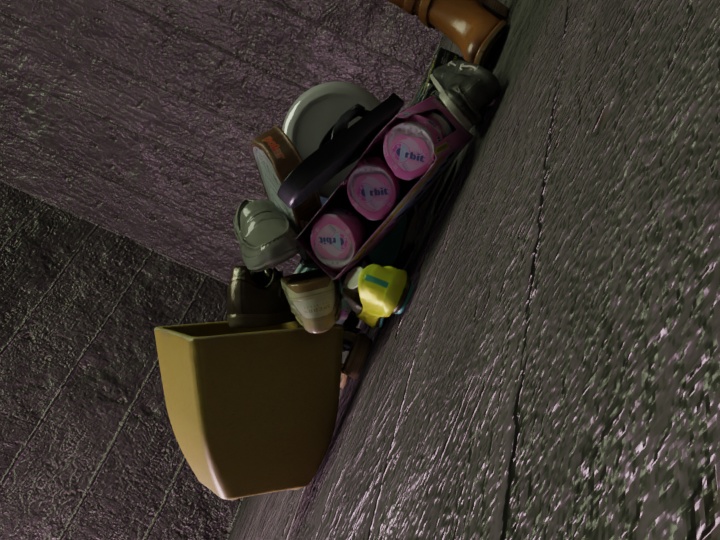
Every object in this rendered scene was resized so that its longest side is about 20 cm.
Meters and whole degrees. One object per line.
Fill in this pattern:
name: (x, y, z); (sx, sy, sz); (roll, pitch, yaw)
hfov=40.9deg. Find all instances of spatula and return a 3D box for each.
spatula: (0.062, -0.047, 1.156); (0.057, 0.020, 0.202); (-47, -18, -59)

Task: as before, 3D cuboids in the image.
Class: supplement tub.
supplement tub: (-0.025, -0.166, 1.253); (0.200, 0.139, 0.142); (-68, 2, -84)

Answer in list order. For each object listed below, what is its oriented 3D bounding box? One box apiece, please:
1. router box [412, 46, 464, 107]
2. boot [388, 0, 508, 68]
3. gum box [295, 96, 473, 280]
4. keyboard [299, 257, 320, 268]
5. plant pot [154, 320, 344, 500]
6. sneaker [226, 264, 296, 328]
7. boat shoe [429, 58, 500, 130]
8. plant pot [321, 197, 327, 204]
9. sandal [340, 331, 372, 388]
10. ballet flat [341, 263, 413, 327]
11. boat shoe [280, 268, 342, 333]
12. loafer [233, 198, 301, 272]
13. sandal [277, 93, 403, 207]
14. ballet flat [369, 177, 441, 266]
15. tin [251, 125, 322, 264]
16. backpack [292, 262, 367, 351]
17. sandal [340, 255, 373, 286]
router box: (0.099, -0.206, 1.328); (0.201, 0.061, 0.151); (-72, 5, -62)
boot: (0.107, -0.327, 1.222); (0.201, 0.153, 0.077); (-70, 6, -50)
gum box: (0.029, -0.093, 1.044); (0.200, 0.066, 0.113); (-49, -5, 31)
keyboard: (-0.001, -0.045, 1.353); (0.200, 0.125, 0.021); (-61, -33, -61)
plant pot: (-0.138, 0.168, 1.200); (0.195, 0.191, 0.204); (-177, 84, -65)
sneaker: (-0.108, 0.027, 1.210); (0.200, 0.069, 0.077); (-11, -81, -75)
boat shoe: (0.117, -0.196, 1.043); (0.057, 0.067, 0.200); (-38, 14, 12)
plant pot: (0.000, -0.154, 1.613); (0.202, 0.195, 0.196); (-57, 4, 6)
sandal: (-0.033, 0.103, 1.258); (0.212, 0.069, 0.079); (129, 164, -80)
ballet flat: (0.013, 0.022, 1.082); (0.200, 0.066, 0.068); (132, 158, -81)
boat shoe: (-0.053, 0.034, 1.137); (0.200, 0.071, 0.066); (-128, 25, -85)
loafer: (-0.116, -0.045, 1.127); (0.069, 0.071, 0.200); (-25, 14, -12)
sandal: (-0.020, -0.139, 1.012); (0.200, 0.043, 0.076); (-42, -6, -40)
ballet flat: (0.057, -0.092, 1.227); (0.202, 0.067, 0.062); (-65, -10, 22)
tin: (-0.082, -0.086, 1.150); (0.041, 0.113, 0.201); (-26, -32, -9)
backpack: (-0.045, 0.037, 1.402); (0.200, 0.125, 0.169); (-62, -5, -83)
sandal: (0.000, 0.000, 1.209); (0.200, 0.042, 0.077); (63, -167, -68)
